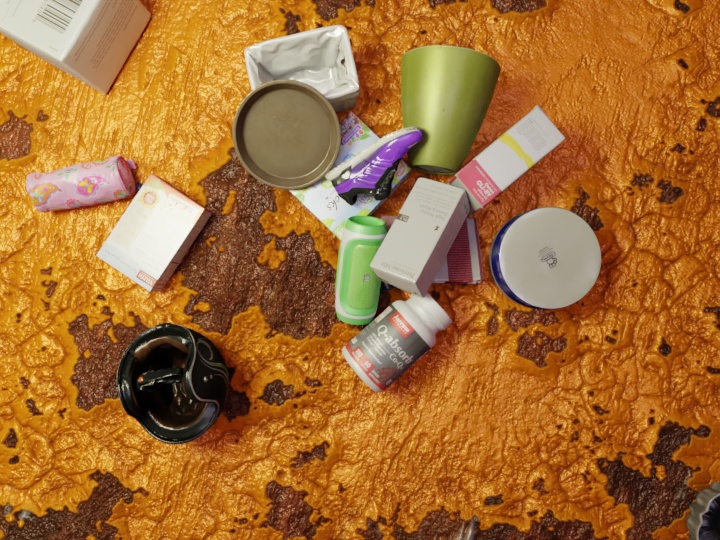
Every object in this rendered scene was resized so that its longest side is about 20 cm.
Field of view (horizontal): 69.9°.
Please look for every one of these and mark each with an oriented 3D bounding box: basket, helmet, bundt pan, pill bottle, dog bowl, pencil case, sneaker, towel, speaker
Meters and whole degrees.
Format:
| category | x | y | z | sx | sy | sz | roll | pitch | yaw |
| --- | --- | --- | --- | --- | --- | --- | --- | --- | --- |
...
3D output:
| category | x | y | z | sx | sy | sz | roll | pitch | yaw |
| --- | --- | --- | --- | --- | --- | --- | --- | --- | --- |
| basket | -0.108 | -0.373 | 1.015 | 0.200 | 0.123 | 0.136 | -13 | 89 | 2 |
| helmet | -0.342 | 0.214 | 0.973 | 0.200 | 0.191 | 0.200 | -6 | 50 | 7 |
| bundt pan | 0.731 | 0.501 | 1.003 | 0.202 | 0.076 | 0.202 | 0 | 89 | 0 |
| pill bottle | 0.072 | 0.131 | 1.004 | 0.200 | 0.116 | 0.116 | -42 | 88 | 0 |
| dog bowl | 0.362 | -0.023 | 1.020 | 0.200 | 0.079 | 0.200 | 0 | 89 | 1 |
| pencil case | -0.558 | -0.175 | 1.041 | 0.200 | 0.087 | 0.088 | -13 | 89 | 0 |
| sneaker | 0.040 | -0.186 | 0.957 | 0.200 | 0.070 | 0.100 | -27 | 99 | 23 |
| towel | 0.140 | -0.042 | 1.030 | 0.200 | 0.023 | 0.144 | 1 | 70 | -5 |
| speaker | 0.000 | 0.000 | 0.995 | 0.088 | 0.088 | 0.200 | 7 | 110 | 1 |

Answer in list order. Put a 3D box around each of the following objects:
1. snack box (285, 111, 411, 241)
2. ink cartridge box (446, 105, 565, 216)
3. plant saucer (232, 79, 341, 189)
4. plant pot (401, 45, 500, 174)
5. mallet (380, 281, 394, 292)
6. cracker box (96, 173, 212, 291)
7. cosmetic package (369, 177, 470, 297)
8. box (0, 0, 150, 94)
| category | x | y | z | sx | sy | sz | roll | pitch | yaw |
| --- | --- | --- | --- | --- | --- | --- | --- | --- | --- |
| snack box | -0.026 | -0.184 | 1.037 | 0.169 | 0.068 | 0.200 | 44 | 92 | 1 |
| ink cartridge box | 0.271 | -0.203 | 0.992 | 0.200 | 0.145 | 0.083 | -40 | 88 | 1 |
| plant saucer | -0.136 | -0.251 | 0.961 | 0.200 | 0.029 | 0.200 | -1 | 114 | -3 |
| plant pot | 0.156 | -0.290 | 0.982 | 0.187 | 0.187 | 0.200 | 8 | 92 | 1 |
| mallet | 0.122 | -0.006 | 1.048 | 0.200 | 0.041 | 0.066 | -12 | 87 | -3 |
| cracker box | -0.416 | -0.075 | 1.047 | 0.134 | 0.058 | 0.200 | 34 | 89 | 2 |
| cosmetic package | 0.112 | -0.063 | 0.952 | 0.102 | 0.074 | 0.200 | 21 | 73 | 29 |
| box | -0.567 | -0.499 | 1.002 | 0.200 | 0.171 | 0.199 | 29 | 89 | 2 |
